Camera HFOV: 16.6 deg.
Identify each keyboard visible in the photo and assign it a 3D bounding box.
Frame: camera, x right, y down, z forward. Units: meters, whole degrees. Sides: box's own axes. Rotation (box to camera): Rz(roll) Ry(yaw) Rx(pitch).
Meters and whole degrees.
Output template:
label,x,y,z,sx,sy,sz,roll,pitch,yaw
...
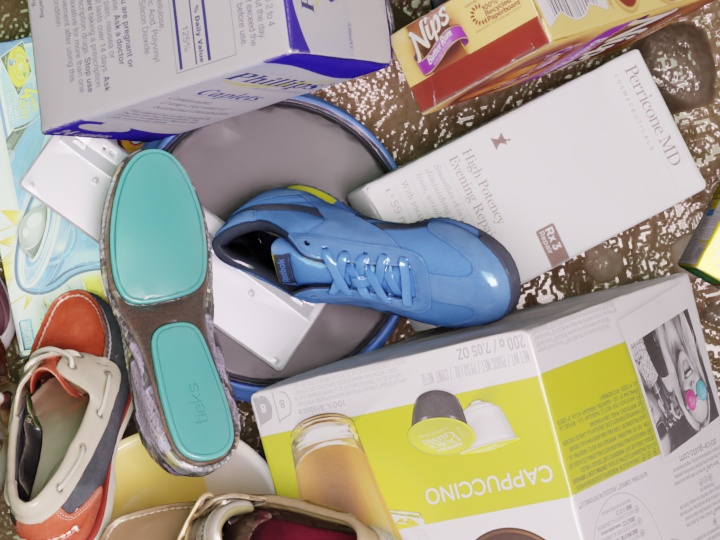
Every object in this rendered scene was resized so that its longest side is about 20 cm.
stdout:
label,x,y,z,sx,sy,sz,roll,pitch,yaw
keyboard,-0.114,-0.017,1.525,0.199,0.011,0.056,36,86,-9

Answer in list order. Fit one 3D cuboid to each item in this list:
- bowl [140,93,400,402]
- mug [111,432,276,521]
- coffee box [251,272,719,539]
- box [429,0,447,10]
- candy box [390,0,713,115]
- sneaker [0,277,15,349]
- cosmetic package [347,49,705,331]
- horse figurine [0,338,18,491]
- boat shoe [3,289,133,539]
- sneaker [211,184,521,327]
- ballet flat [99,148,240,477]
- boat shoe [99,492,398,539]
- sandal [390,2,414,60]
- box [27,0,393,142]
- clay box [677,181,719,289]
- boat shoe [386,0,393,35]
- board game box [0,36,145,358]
label,x,y,z,sx,sy,sz,roll,pitch,yaw
bowl,-0.058,-0.017,1.561,0.199,0.039,0.202,0,88,-12
mug,-0.105,0.182,1.533,0.148,0.153,0.187,-22,56,0
coffee box,0.090,0.131,1.466,0.199,0.200,0.199,-14,91,34
box,0.102,-0.201,1.498,0.136,0.200,0.038,-20,88,2
candy box,0.127,-0.157,1.486,0.116,0.199,0.057,-26,88,46
sneaker,-0.284,-0.032,1.555,0.075,0.116,0.201,-33,90,2
cosmetic package,0.103,-0.049,1.541,0.199,0.074,0.102,-28,92,-11
horse figurine,-0.246,0.123,1.538,0.050,0.133,0.202,16,99,0
boat shoe,-0.179,0.083,1.490,0.071,0.063,0.201,-14,46,16
sneaker,0.000,0.000,1.458,0.199,0.078,0.066,16,117,35
ballet flat,-0.120,0.029,1.483,0.071,0.072,0.202,-12,75,2
boat shoe,-0.068,0.154,1.398,0.199,0.066,0.075,-2,59,26
sandal,-0.062,-0.154,1.583,0.210,0.078,0.070,21,123,9
box,-0.095,-0.187,1.456,0.199,0.105,0.186,-13,80,36
clay box,0.266,-0.081,1.536,0.047,0.115,0.201,28,92,1
boat shoe,-0.009,-0.212,1.528,0.062,0.071,0.201,-1,54,-25
board game box,-0.171,-0.055,1.591,0.134,0.034,0.202,-12,90,1
